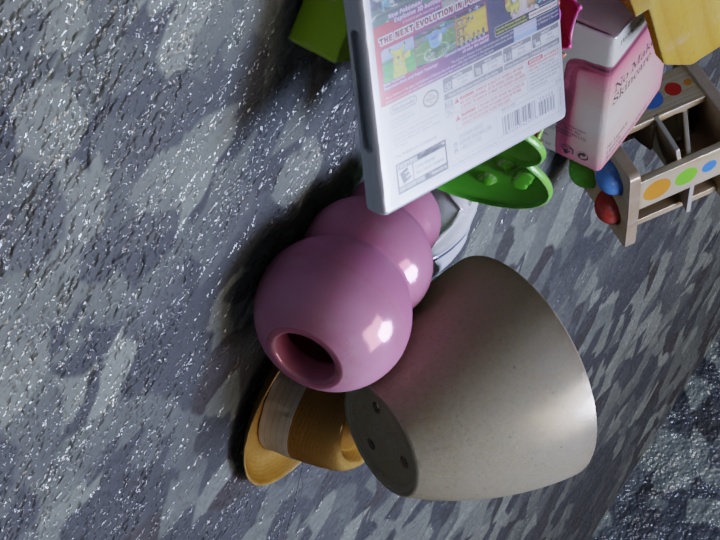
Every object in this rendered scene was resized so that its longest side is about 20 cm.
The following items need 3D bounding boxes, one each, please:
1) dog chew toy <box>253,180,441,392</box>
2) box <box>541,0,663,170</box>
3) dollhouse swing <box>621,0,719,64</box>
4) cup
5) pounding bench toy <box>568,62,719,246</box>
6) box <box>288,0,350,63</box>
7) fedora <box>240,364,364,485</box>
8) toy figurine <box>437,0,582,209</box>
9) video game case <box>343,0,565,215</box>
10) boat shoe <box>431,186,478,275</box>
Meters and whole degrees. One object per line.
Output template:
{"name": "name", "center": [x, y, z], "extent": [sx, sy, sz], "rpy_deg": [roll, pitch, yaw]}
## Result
{"name": "dog chew toy", "center": [0.000, 0.000, 1.468], "extent": [0.125, 0.124, 0.200], "rpy_deg": [96, 21, -49]}
{"name": "box", "center": [0.212, -0.211, 1.724], "extent": [0.128, 0.109, 0.200], "rpy_deg": [-52, 159, -25]}
{"name": "dollhouse swing", "center": [0.279, -0.307, 1.580], "extent": [0.200, 0.182, 0.176], "rpy_deg": [-33, 161, 0]}
{"name": "cup", "center": [0.072, 0.106, 1.515], "extent": [0.143, 0.200, 0.201], "rpy_deg": [-25, 145, -25]}
{"name": "pounding bench toy", "center": [0.290, -0.154, 2.007], "extent": [0.156, 0.200, 0.124], "rpy_deg": [-23, 148, -10]}
{"name": "box", "center": [0.028, -0.243, 1.296], "extent": [0.122, 0.048, 0.200], "rpy_deg": [-15, 132, -65]}
{"name": "fedora", "center": [-0.023, 0.117, 1.613], "extent": [0.201, 0.082, 0.201], "rpy_deg": [-51, 159, -28]}
{"name": "toy figurine", "center": [0.118, -0.169, 1.505], "extent": [0.200, 0.150, 0.185], "rpy_deg": [137, -26, -74]}
{"name": "video game case", "center": [0.069, -0.158, 1.304], "extent": [0.200, 0.023, 0.183], "rpy_deg": [-29, 125, -37]}
{"name": "boat shoe", "center": [0.071, -0.077, 1.621], "extent": [0.067, 0.073, 0.200], "rpy_deg": [97, 15, -46]}
